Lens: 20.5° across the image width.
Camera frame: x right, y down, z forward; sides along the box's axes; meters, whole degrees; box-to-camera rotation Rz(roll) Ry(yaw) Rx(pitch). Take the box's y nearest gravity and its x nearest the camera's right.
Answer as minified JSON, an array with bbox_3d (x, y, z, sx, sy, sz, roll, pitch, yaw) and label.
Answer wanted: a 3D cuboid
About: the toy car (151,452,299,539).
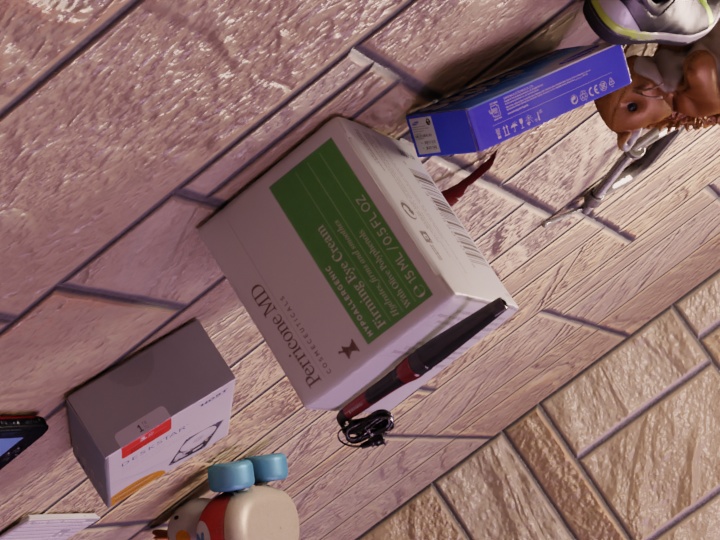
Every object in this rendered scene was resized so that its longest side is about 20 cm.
[{"bbox_3d":[-0.197,0.348,2.621,0.198,0.186,0.176,-9,177,26],"label":"toy car"}]

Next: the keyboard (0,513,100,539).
[{"bbox_3d":[-0.365,0.302,2.319,0.056,0.011,0.200,-37,165,9],"label":"keyboard"}]

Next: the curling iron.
[{"bbox_3d":[0.053,0.086,1.714,0.049,0.026,0.200,32,116,-29],"label":"curling iron"}]

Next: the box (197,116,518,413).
[{"bbox_3d":[0.000,0.000,1.781,0.171,0.200,0.200,-38,163,15],"label":"box"}]

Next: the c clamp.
[{"bbox_3d":[0.331,-0.127,2.465,0.170,0.027,0.200,-25,163,-33],"label":"c clamp"}]

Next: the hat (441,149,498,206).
[{"bbox_3d":[0.020,-0.046,2.053,0.199,0.177,0.166,21,137,-26],"label":"hat"}]

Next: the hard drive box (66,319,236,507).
[{"bbox_3d":[-0.214,0.149,2.031,0.155,0.077,0.200,-31,165,-15],"label":"hard drive box"}]

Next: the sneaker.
[{"bbox_3d":[0.292,-0.259,1.862,0.199,0.072,0.083,-19,158,-46],"label":"sneaker"}]

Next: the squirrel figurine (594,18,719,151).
[{"bbox_3d":[0.330,-0.189,2.057,0.185,0.142,0.200,-27,163,-3],"label":"squirrel figurine"}]

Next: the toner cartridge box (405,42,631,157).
[{"bbox_3d":[0.147,-0.159,1.837,0.199,0.044,0.095,-26,-165,-33],"label":"toner cartridge box"}]

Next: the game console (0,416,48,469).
[{"bbox_3d":[-0.372,0.230,1.853,0.172,0.119,0.200,-38,166,14],"label":"game console"}]
